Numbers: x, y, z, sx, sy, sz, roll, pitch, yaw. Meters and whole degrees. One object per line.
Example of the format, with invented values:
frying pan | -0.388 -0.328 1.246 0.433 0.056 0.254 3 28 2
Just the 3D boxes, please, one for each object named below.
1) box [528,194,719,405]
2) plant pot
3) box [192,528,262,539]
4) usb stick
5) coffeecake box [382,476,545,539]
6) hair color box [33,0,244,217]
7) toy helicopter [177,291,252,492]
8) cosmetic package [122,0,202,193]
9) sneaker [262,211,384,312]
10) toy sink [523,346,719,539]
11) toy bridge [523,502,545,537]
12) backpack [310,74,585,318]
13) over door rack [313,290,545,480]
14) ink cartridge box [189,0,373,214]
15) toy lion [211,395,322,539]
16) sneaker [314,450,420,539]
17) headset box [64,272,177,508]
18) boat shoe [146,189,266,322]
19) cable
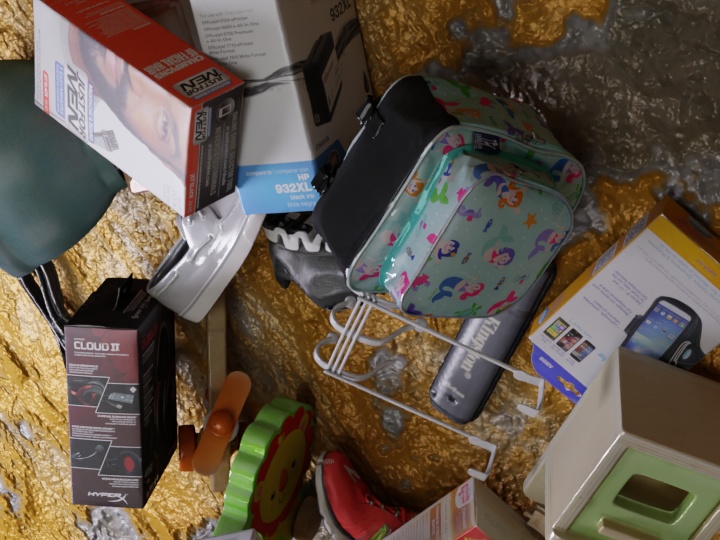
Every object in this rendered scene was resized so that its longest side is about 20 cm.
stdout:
box | 0.237 0.041 1.304 0.119 0.042 0.200 40 127 -6
plant pot | -0.293 -0.111 1.408 0.133 0.201 0.202 -20 107 4
box | -0.119 0.325 1.412 0.143 0.037 0.201 -13 126 21
usb stick | 0.118 0.057 1.378 0.055 0.033 0.201 30 124 8
coffeecake box | 0.086 0.312 1.454 0.200 0.073 0.153 -39 114 23
hair color box | -0.187 -0.146 1.254 0.199 0.064 0.112 34 136 27
toy helicopter | -0.141 0.118 1.486 0.078 0.132 0.203 -2 99 -6
cosmetic package | -0.180 -0.181 1.364 0.102 0.087 0.202 -7 112 30
sneaker | 0.000 0.000 1.389 0.198 0.066 0.091 15 124 23
toy sink | 0.234 0.187 1.311 0.129 0.113 0.201 20 130 -10
toy bridge | 0.238 0.277 1.414 0.199 0.067 0.027 31 125 7
backpack | 0.085 -0.054 1.230 0.151 0.199 0.178 52 122 33
over door rack | 0.063 0.082 1.347 0.199 0.067 0.148 34 146 6
ink cartridge box | -0.058 -0.168 1.277 0.083 0.145 0.202 -2 115 25
toy lion | -0.097 0.230 1.477 0.068 0.201 0.193 17 140 18
sneaker | 0.025 0.249 1.505 0.084 0.077 0.201 -22 115 25
headset box | -0.228 0.105 1.465 0.074 0.149 0.203 2 107 6
boat shoe | -0.138 -0.037 1.399 0.068 0.072 0.200 24 133 -15
cable | -0.297 0.062 1.586 0.201 0.050 0.097 54 136 7
